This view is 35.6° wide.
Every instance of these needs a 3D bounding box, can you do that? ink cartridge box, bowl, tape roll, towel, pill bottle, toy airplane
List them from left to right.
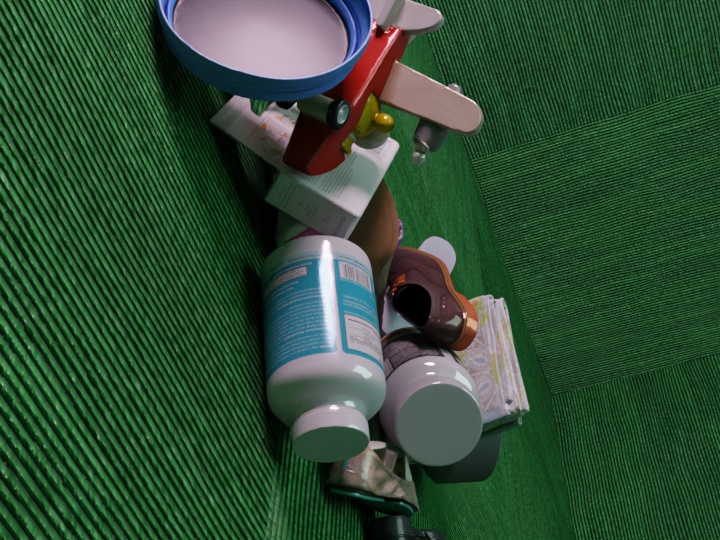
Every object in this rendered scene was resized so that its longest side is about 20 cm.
[{"bbox_3d":[-0.089,-0.235,1.041,0.039,0.200,0.201,109,-20,-51],"label":"bowl"},{"bbox_3d":[-0.060,-0.128,1.184,0.176,0.045,0.200,32,30,-2],"label":"ink cartridge box"},{"bbox_3d":[-0.035,0.074,1.050,0.111,0.111,0.200,59,20,-51],"label":"pill bottle"},{"bbox_3d":[0.007,-0.186,1.136,0.141,0.199,0.200,74,1,-55],"label":"toy airplane"},{"bbox_3d":[0.071,0.141,1.268,0.200,0.116,0.117,-116,-173,-77],"label":"pill bottle"},{"bbox_3d":[0.108,0.138,1.407,0.048,0.200,0.171,32,42,-47],"label":"towel"},{"bbox_3d":[0.127,0.186,1.521,0.200,0.066,0.201,180,-90,-75],"label":"tape roll"}]

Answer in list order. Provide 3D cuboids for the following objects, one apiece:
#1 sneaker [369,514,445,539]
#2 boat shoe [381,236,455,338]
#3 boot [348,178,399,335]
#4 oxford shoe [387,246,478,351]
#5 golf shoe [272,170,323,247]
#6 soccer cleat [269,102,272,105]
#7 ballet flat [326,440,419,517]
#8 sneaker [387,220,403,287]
[{"bbox_3d":[0.054,0.335,1.247,0.200,0.060,0.104,45,30,-56],"label":"sneaker"},{"bbox_3d":[0.061,0.034,1.447,0.070,0.066,0.200,36,45,-8],"label":"boat shoe"},{"bbox_3d":[0.000,0.000,1.322,0.146,0.070,0.200,116,-19,-80],"label":"boot"},{"bbox_3d":[0.065,0.020,1.318,0.072,0.071,0.200,19,15,-32],"label":"oxford shoe"},{"bbox_3d":[-0.069,-0.075,1.212,0.092,0.075,0.200,57,12,-15],"label":"golf shoe"},{"bbox_3d":[-0.048,-0.239,1.323,0.200,0.067,0.081,-61,-176,-30],"label":"soccer cleat"},{"bbox_3d":[0.023,0.220,1.201,0.200,0.068,0.067,49,50,-65],"label":"ballet flat"},{"bbox_3d":[0.020,-0.029,1.474,0.081,0.088,0.200,-83,155,-64],"label":"sneaker"}]
